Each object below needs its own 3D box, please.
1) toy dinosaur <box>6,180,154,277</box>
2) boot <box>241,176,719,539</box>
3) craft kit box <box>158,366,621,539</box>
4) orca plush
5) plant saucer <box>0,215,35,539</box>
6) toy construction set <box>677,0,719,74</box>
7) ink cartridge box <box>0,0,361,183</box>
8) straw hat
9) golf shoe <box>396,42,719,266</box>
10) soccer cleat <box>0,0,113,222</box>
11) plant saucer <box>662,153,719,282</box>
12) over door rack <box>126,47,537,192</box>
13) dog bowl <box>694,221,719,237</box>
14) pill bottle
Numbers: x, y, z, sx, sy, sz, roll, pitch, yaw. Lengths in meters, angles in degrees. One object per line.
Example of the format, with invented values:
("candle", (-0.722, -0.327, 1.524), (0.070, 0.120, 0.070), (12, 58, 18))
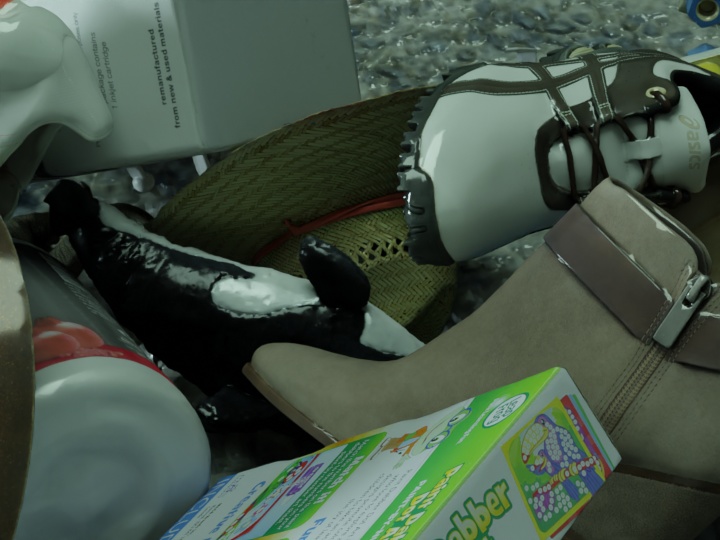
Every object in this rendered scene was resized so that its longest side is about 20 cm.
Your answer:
("toy dinosaur", (-0.190, 0.001, 0.969), (0.199, 0.077, 0.103), (7, 45, 16))
("boot", (0.065, 0.031, 0.734), (0.199, 0.147, 0.070), (32, 10, 19))
("craft kit box", (-0.037, 0.123, 0.638), (0.197, 0.049, 0.200), (-27, 13, 47))
("orca plush", (-0.053, 0.031, 0.805), (0.105, 0.200, 0.071), (-41, 17, 42))
("plant saucer", (-0.187, 0.059, 0.736), (0.032, 0.201, 0.200), (9, 15, -39))
("toy construction set", (0.252, -0.081, 0.907), (0.199, 0.132, 0.092), (4, 33, 22))
("ink cartridge box", (-0.121, -0.089, 0.889), (0.199, 0.085, 0.146), (-7, 6, 31))
("straw hat", (0.000, 0.000, 0.873), (0.200, 0.201, 0.085), (-15, 73, -10))
("golf shoe", (0.093, -0.055, 0.800), (0.094, 0.078, 0.200), (6, 25, 37))
("soccer cleat", (-0.191, -0.040, 0.814), (0.200, 0.078, 0.069), (-32, 7, 28))
("plant saucer", (0.207, -0.002, 0.791), (0.199, 0.030, 0.200), (-7, 31, 4))
("over door rack", (-0.009, -0.071, 1.026), (0.147, 0.067, 0.200), (4, 19, 34))
("dog bowl", (0.147, 0.033, 0.825), (0.199, 0.050, 0.111), (-24, 34, -23))
("pill bottle", (-0.152, 0.051, 0.815), (0.110, 0.111, 0.200), (-22, 32, -21))
